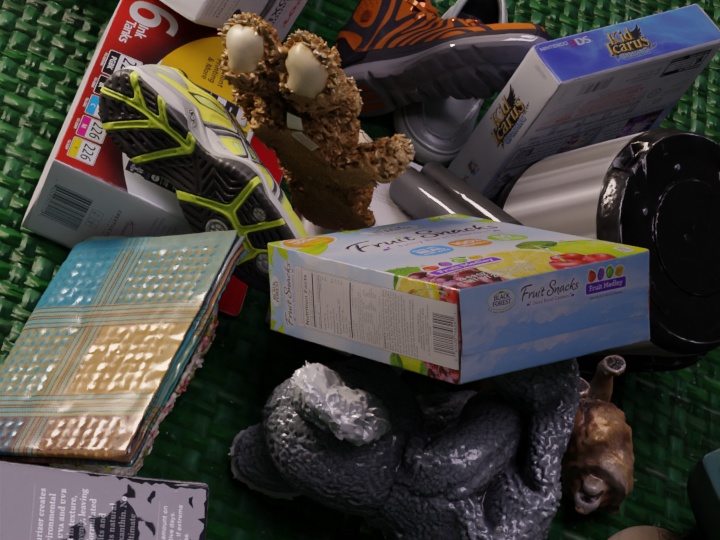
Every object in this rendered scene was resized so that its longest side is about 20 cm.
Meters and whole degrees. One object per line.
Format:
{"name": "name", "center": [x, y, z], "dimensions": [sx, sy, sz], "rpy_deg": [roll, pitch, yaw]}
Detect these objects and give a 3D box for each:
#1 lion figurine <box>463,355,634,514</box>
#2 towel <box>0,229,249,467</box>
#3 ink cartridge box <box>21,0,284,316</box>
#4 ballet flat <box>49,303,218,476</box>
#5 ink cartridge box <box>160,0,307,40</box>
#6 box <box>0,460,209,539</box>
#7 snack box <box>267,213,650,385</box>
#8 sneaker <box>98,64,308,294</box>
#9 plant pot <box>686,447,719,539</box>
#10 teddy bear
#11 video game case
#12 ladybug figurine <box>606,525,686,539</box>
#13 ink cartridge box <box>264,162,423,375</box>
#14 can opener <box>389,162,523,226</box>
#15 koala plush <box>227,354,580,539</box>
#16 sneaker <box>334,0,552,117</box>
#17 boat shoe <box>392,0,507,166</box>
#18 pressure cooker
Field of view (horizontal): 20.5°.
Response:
{"name": "lion figurine", "center": [0.130, 0.091, 1.491], "dimensions": [0.072, 0.123, 0.200], "rpy_deg": [-34, 61, -29]}
{"name": "towel", "center": [-0.172, 0.051, 1.335], "dimensions": [0.022, 0.146, 0.200], "rpy_deg": [63, 38, -38]}
{"name": "ink cartridge box", "center": [-0.134, -0.089, 1.492], "dimensions": [0.175, 0.084, 0.200], "rpy_deg": [24, 47, -11]}
{"name": "ballet flat", "center": [-0.154, 0.073, 1.365], "dimensions": [0.076, 0.064, 0.200], "rpy_deg": [30, 46, -5]}
{"name": "ink cartridge box", "center": [-0.086, -0.266, 1.559], "dimensions": [0.083, 0.145, 0.200], "rpy_deg": [35, 12, 13]}
{"name": "box", "center": [-0.214, 0.183, 1.134], "dimensions": [0.198, 0.200, 0.124], "rpy_deg": [11, 70, -21]}
{"name": "snack box", "center": [0.062, 0.013, 1.313], "dimensions": [0.168, 0.200, 0.068], "rpy_deg": [-10, 104, -38]}
{"name": "sneaker", "center": [-0.093, -0.071, 1.394], "dimensions": [0.200, 0.075, 0.076], "rpy_deg": [51, 36, 4]}
{"name": "plant pot", "center": [0.313, 0.184, 1.410], "dimensions": [0.141, 0.200, 0.142], "rpy_deg": [-25, 61, 8]}
{"name": "teddy bear", "center": [-0.031, -0.109, 1.396], "dimensions": [0.200, 0.145, 0.067], "rpy_deg": [52, 56, -39]}
{"name": "video game case", "center": [0.178, -0.127, 1.628], "dimensions": [0.200, 0.181, 0.046], "rpy_deg": [-18, 63, -38]}
{"name": "ladybug figurine", "center": [0.201, 0.271, 1.396], "dimensions": [0.135, 0.072, 0.200], "rpy_deg": [22, 47, -13]}
{"name": "ink cartridge box", "center": [0.000, 0.000, 1.505], "dimensions": [0.115, 0.068, 0.200], "rpy_deg": [23, 46, -10]}
{"name": "can opener", "center": [0.090, -0.008, 1.460], "dimensions": [0.053, 0.067, 0.200], "rpy_deg": [-9, 34, -35]}
{"name": "koala plush", "center": [0.021, 0.125, 1.351], "dimensions": [0.199, 0.177, 0.184], "rpy_deg": [20, 61, -19]}
{"name": "sneaker", "center": [0.063, -0.198, 1.619], "dimensions": [0.078, 0.199, 0.112], "rpy_deg": [50, 40, -51]}
{"name": "boat shoe", "center": [0.081, -0.172, 1.687], "dimensions": [0.070, 0.072, 0.201], "rpy_deg": [26, 46, -8]}
{"name": "pressure cooker", "center": [0.193, -0.013, 1.543], "dimensions": [0.176, 0.200, 0.179], "rpy_deg": [42, 60, -25]}
